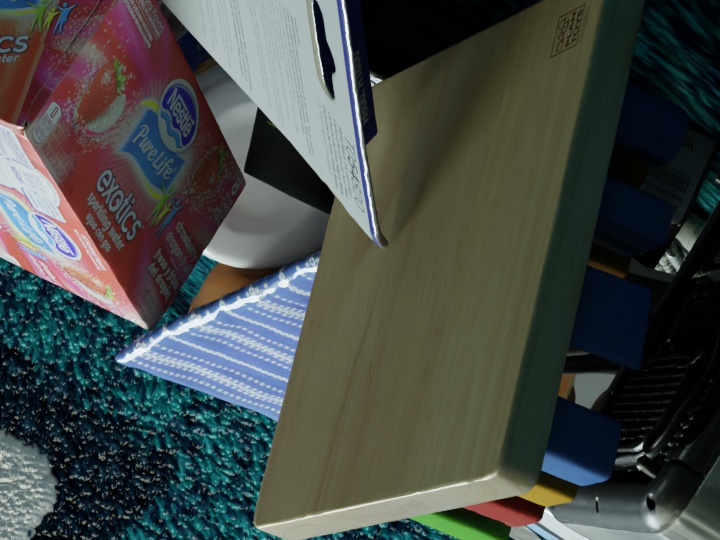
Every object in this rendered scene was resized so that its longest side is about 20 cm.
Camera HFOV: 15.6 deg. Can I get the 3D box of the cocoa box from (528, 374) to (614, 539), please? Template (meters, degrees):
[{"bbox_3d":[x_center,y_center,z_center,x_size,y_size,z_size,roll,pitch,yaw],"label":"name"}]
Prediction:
[{"bbox_3d":[0.130,0.092,1.592,0.199,0.134,0.131,33,172,21],"label":"cocoa box"}]

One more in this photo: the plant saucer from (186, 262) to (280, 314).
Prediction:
[{"bbox_3d":[0.000,0.000,1.375,0.200,0.199,0.038,16,123,67],"label":"plant saucer"}]

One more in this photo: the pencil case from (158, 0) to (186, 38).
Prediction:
[{"bbox_3d":[-0.087,-0.115,1.553,0.200,0.078,0.089,40,156,-20],"label":"pencil case"}]

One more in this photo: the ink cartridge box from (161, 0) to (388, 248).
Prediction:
[{"bbox_3d":[-0.039,-0.137,1.032,0.200,0.040,0.200,50,161,34],"label":"ink cartridge box"}]

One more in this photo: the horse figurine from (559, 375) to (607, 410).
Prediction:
[{"bbox_3d":[0.089,0.042,1.498,0.200,0.133,0.050,31,169,33],"label":"horse figurine"}]

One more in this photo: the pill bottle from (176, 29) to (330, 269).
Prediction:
[{"bbox_3d":[-0.058,-0.081,1.412,0.112,0.112,0.200,39,-169,-15],"label":"pill bottle"}]

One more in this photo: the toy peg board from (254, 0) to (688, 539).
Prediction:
[{"bbox_3d":[0.064,0.013,1.036,0.097,0.201,0.199,22,160,-23],"label":"toy peg board"}]

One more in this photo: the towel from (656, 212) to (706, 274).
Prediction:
[{"bbox_3d":[0.114,-0.025,1.369,0.199,0.035,0.193,33,170,22],"label":"towel"}]

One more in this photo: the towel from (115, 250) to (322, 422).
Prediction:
[{"bbox_3d":[-0.001,0.037,1.244,0.144,0.024,0.199,24,147,-36],"label":"towel"}]

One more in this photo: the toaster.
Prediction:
[{"bbox_3d":[0.175,0.042,1.004,0.118,0.181,0.200,32,171,-5],"label":"toaster"}]

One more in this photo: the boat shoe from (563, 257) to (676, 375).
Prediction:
[{"bbox_3d":[0.156,0.035,1.168,0.199,0.057,0.067,11,157,-9],"label":"boat shoe"}]

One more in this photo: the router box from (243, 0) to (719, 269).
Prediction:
[{"bbox_3d":[0.049,-0.052,1.206,0.199,0.051,0.149,27,155,2],"label":"router box"}]

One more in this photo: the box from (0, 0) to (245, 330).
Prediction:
[{"bbox_3d":[-0.137,-0.069,1.209,0.099,0.096,0.200,25,161,24],"label":"box"}]
